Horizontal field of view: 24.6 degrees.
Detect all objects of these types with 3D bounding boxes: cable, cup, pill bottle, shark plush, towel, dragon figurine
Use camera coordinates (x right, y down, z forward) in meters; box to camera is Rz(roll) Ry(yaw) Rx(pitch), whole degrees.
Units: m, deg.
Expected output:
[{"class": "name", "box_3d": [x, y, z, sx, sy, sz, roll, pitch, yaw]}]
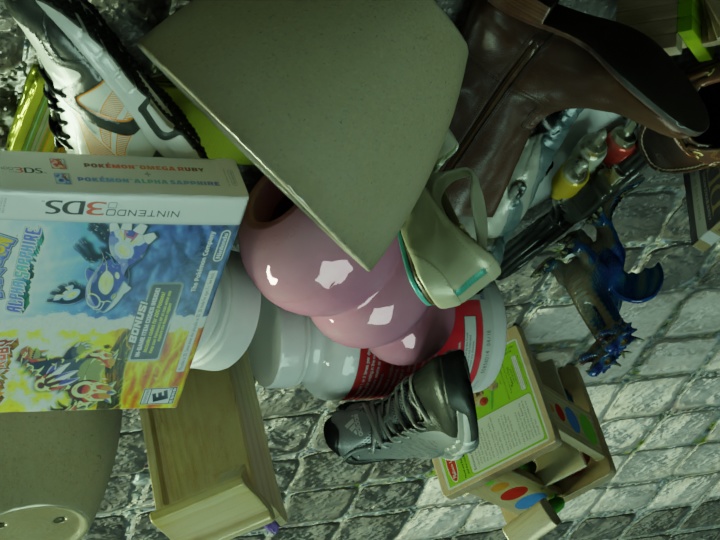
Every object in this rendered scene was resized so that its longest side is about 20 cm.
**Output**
[{"class": "cable", "box_3d": [0.163, -0.060, 1.307, 0.097, 0.050, 0.200, -33, 175, -32]}, {"class": "cup", "box_3d": [-0.017, -0.120, 1.025, 0.143, 0.200, 0.200, -45, 146, 0]}, {"class": "pill bottle", "box_3d": [0.012, 0.051, 1.369, 0.199, 0.113, 0.112, -1, 146, -24]}, {"class": "shark plush", "box_3d": [0.113, -0.077, 1.251, 0.083, 0.091, 0.201, -10, 132, -50]}, {"class": "towel", "box_3d": [-0.141, -0.105, 1.144, 0.199, 0.018, 0.086, 1, 148, -28]}, {"class": "cup", "box_3d": [-0.283, 0.154, 1.360, 0.199, 0.144, 0.201, -13, 149, -8]}, {"class": "pill bottle", "box_3d": [-0.179, 0.014, 1.217, 0.199, 0.114, 0.113, 15, 137, -40]}, {"class": "dragon figurine", "box_3d": [0.202, 0.006, 1.323, 0.059, 0.099, 0.200, -42, -177, 38]}]

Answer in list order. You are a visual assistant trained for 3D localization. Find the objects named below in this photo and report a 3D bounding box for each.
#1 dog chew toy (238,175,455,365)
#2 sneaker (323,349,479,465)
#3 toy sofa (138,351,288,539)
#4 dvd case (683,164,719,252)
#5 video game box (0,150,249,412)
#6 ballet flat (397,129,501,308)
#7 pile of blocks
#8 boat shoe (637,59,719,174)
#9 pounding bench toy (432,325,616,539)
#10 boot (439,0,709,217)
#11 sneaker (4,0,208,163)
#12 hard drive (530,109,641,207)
[{"class": "dog chew toy", "box_3d": [0.000, 0.000, 1.243, 0.124, 0.125, 0.200, -31, 128, 22]}, {"class": "sneaker", "box_3d": [0.029, 0.119, 1.290, 0.115, 0.075, 0.200, -8, 161, -3]}, {"class": "toy sofa", "box_3d": [-0.129, 0.128, 1.339, 0.082, 0.201, 0.098, -22, 143, 8]}, {"class": "dvd case", "box_3d": [0.303, -0.126, 1.203, 0.016, 0.149, 0.200, 24, 133, -20]}, {"class": "video game box", "box_3d": [-0.186, 0.011, 1.084, 0.181, 0.047, 0.201, 2, 131, -25]}, {"class": "ballet flat", "box_3d": [0.046, -0.063, 1.124, 0.069, 0.201, 0.070, -13, 145, -10]}, {"class": "pile of blocks", "box_3d": [0.270, -0.194, 1.138, 0.199, 0.082, 0.062, -30, 148, 19]}, {"class": "boat shoe", "box_3d": [0.251, -0.112, 1.157, 0.070, 0.071, 0.200, -35, 180, -29]}, {"class": "pounding bench toy", "box_3d": [0.161, 0.186, 1.571, 0.124, 0.201, 0.156, -30, 146, 20]}, {"class": "boot", "box_3d": [0.122, -0.091, 1.152, 0.064, 0.186, 0.200, -37, 162, -50]}, {"class": "sneaker", "box_3d": [-0.171, -0.105, 1.046, 0.080, 0.074, 0.200, -31, 136, 5]}, {"class": "hard drive", "box_3d": [0.118, -0.089, 1.286, 0.199, 0.026, 0.132, -26, 148, 13]}]
